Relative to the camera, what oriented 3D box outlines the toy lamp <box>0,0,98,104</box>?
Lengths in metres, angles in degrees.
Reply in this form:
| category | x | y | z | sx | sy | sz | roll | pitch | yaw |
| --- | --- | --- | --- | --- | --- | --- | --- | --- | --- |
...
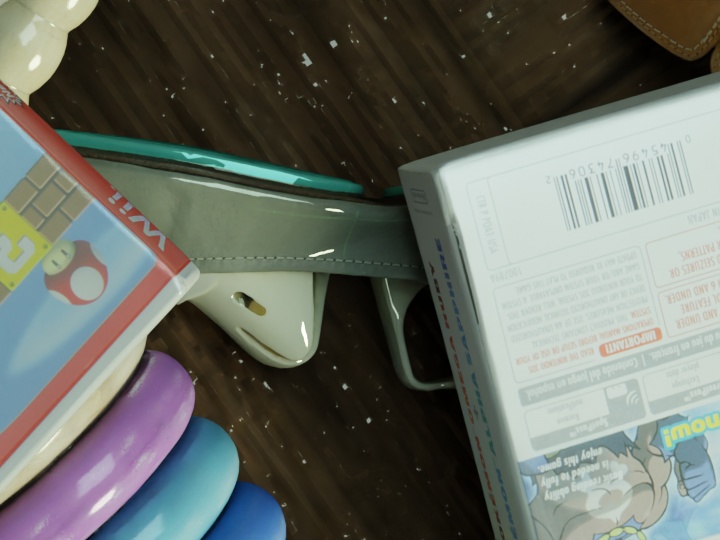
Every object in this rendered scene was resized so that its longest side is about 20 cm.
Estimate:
| category | x | y | z | sx | sy | sz | roll | pitch | yaw |
| --- | --- | --- | --- | --- | --- | --- | --- | --- | --- |
| toy lamp | -0.112 | -0.014 | 0.762 | 0.058 | 0.058 | 0.200 | 34 | 95 | -10 |

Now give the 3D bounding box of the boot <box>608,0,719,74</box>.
| category | x | y | z | sx | sy | sz | roll | pitch | yaw |
| --- | --- | --- | --- | --- | --- | --- | --- | --- | --- |
| boot | 0.107 | -0.143 | 0.847 | 0.200 | 0.155 | 0.074 | 46 | 37 | 21 |

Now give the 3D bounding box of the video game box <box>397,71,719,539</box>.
| category | x | y | z | sx | sy | sz | roll | pitch | yaw |
| --- | --- | --- | --- | --- | --- | --- | --- | --- | --- |
| video game box | 0.128 | 0.033 | 0.792 | 0.199 | 0.047 | 0.183 | -16 | 95 | -13 |

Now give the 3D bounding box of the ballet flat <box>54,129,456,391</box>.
| category | x | y | z | sx | sy | sz | roll | pitch | yaw |
| --- | --- | --- | --- | --- | --- | --- | --- | --- | --- |
| ballet flat | 0.000 | 0.000 | 0.819 | 0.199 | 0.067 | 0.064 | 4 | 90 | -16 |

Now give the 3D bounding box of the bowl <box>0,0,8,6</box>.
| category | x | y | z | sx | sy | sz | roll | pitch | yaw |
| --- | --- | --- | --- | --- | --- | --- | --- | --- | --- |
| bowl | -0.178 | -0.117 | 0.774 | 0.200 | 0.075 | 0.200 | -43 | 95 | -17 |

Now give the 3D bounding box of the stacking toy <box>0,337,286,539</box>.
| category | x | y | z | sx | sy | sz | roll | pitch | yaw |
| --- | --- | --- | --- | --- | --- | --- | --- | --- | --- |
| stacking toy | -0.032 | 0.103 | 0.788 | 0.085 | 0.085 | 0.200 | -45 | 101 | -19 |

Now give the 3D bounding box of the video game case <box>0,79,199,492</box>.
| category | x | y | z | sx | sy | sz | roll | pitch | yaw |
| --- | --- | --- | --- | --- | --- | --- | --- | --- | --- |
| video game case | -0.156 | -0.018 | 0.716 | 0.200 | 0.017 | 0.143 | 43 | 109 | -2 |
